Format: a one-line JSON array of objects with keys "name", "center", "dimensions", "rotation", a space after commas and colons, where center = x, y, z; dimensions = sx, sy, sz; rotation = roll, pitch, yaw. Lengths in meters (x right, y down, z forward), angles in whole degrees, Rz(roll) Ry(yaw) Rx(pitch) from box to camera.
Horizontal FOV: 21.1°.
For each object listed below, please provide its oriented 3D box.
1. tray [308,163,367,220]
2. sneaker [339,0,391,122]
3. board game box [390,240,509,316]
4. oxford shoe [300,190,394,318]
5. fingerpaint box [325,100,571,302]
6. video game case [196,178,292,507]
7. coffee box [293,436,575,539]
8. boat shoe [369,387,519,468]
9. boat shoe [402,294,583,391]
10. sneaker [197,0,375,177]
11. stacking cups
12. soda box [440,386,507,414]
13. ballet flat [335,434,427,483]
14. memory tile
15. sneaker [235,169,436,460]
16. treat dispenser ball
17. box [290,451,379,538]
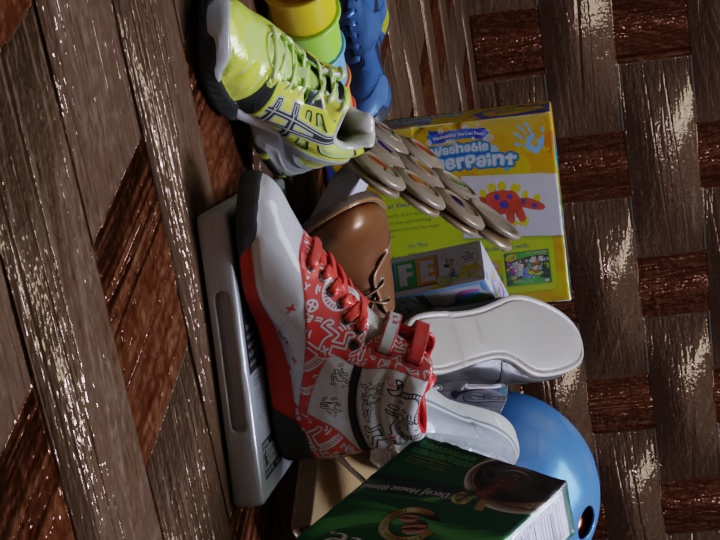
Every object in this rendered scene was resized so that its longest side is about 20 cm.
[{"name": "tray", "center": [-0.018, -0.050, 1.523], "dimensions": [0.108, 0.022, 0.200], "rotation": [-61, 179, 13]}, {"name": "sneaker", "center": [-0.014, -0.195, 1.660], "dimensions": [0.201, 0.066, 0.079], "rotation": [-88, 157, -45]}, {"name": "board game box", "center": [0.056, 0.043, 1.562], "dimensions": [0.200, 0.134, 0.034], "rotation": [57, 25, -62]}, {"name": "oxford shoe", "center": [0.000, 0.000, 1.371], "dimensions": [0.072, 0.071, 0.200], "rotation": [61, -4, 19]}, {"name": "fingerpaint box", "center": [0.077, -0.052, 1.686], "dimensions": [0.073, 0.199, 0.168], "rotation": [-63, 146, -76]}, {"name": "video game case", "center": [-0.066, 0.041, 1.267], "dimensions": [0.200, 0.023, 0.183], "rotation": [-46, 131, -78]}, {"name": "coffee box", "center": [0.025, 0.176, 1.151], "dimensions": [0.200, 0.122, 0.044], "rotation": [-35, 126, -39]}, {"name": "boat shoe", "center": [0.057, 0.136, 1.408], "dimensions": [0.201, 0.070, 0.072], "rotation": [29, 47, -54]}, {"name": "boat shoe", "center": [0.087, 0.058, 1.475], "dimensions": [0.199, 0.057, 0.067], "rotation": [0, 74, -43]}, {"name": "sneaker", "center": [-0.050, -0.128, 1.273], "dimensions": [0.200, 0.076, 0.076], "rotation": [44, 42, -63]}, {"name": "stacking cups", "center": [-0.036, -0.166, 1.508], "dimensions": [0.200, 0.060, 0.061], "rotation": [77, 11, -58]}, {"name": "soda box", "center": [0.054, 0.159, 1.554], "dimensions": [0.064, 0.068, 0.201], "rotation": [-77, -173, -66]}, {"name": "ballet flat", "center": [-0.005, 0.086, 1.290], "dimensions": [0.201, 0.072, 0.072], "rotation": [56, 5, 8]}, {"name": "memory tile", "center": [0.030, -0.082, 1.475], "dimensions": [0.200, 0.017, 0.153], "rotation": [23, 19, -49]}, {"name": "sneaker", "center": [-0.011, 0.025, 1.204], "dimensions": [0.067, 0.107, 0.203], "rotation": [-77, 159, -63]}, {"name": "treat dispenser ball", "center": [0.130, 0.216, 1.852], "dimensions": [0.201, 0.199, 0.202], "rotation": [-6, 90, -81]}, {"name": "box", "center": [0.002, 0.158, 1.363], "dimensions": [0.164, 0.021, 0.201], "rotation": [59, 24, -34]}]
